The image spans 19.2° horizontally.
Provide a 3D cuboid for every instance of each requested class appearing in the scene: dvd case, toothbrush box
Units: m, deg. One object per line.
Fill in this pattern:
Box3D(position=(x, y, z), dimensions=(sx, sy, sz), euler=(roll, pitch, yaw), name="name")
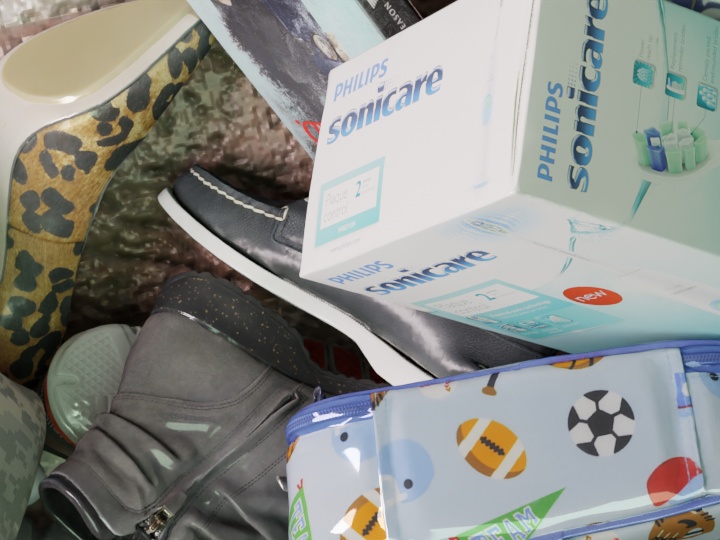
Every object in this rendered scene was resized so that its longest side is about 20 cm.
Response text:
Box3D(position=(0.010, -0.062, 0.880), dimensions=(0.022, 0.146, 0.200), euler=(-49, 120, -16), name="dvd case")
Box3D(position=(0.100, -0.025, 0.757), dimensions=(0.199, 0.146, 0.086), euler=(17, 72, -27), name="toothbrush box")

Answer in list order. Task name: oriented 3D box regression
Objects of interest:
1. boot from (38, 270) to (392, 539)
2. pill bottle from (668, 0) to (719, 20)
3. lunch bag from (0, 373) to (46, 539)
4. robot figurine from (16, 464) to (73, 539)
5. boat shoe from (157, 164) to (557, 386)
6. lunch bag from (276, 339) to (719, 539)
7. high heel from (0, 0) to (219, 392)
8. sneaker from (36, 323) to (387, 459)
Box3D(position=(-0.031, 0.104, 0.908), dimensions=(0.199, 0.132, 0.070), euler=(29, 150, -6), name="boot")
Box3D(position=(0.155, -0.105, 0.814), dimensions=(0.198, 0.111, 0.112), euler=(11, 109, -9), name="pill bottle")
Box3D(position=(-0.225, 0.062, 0.845), dimensions=(0.139, 0.169, 0.200), euler=(-12, 131, 38), name="lunch bag")
Box3D(position=(-0.193, 0.163, 0.975), dimensions=(0.198, 0.113, 0.171), euler=(12, 96, -8), name="robot figurine")
Box3D(position=(0.000, 0.000, 0.922), dimensions=(0.199, 0.076, 0.061), euler=(33, 95, 19), name="boat shoe")
Box3D(position=(0.065, 0.085, 0.814), dimensions=(0.198, 0.160, 0.076), euler=(-7, 73, 6), name="lunch bag")
Box3D(position=(-0.120, -0.031, 0.952), dimensions=(0.199, 0.071, 0.143), euler=(-36, 133, -5), name="high heel")
Box3D(position=(-0.062, 0.073, 0.986), dimensions=(0.199, 0.078, 0.082), euler=(17, 152, -24), name="sneaker")
